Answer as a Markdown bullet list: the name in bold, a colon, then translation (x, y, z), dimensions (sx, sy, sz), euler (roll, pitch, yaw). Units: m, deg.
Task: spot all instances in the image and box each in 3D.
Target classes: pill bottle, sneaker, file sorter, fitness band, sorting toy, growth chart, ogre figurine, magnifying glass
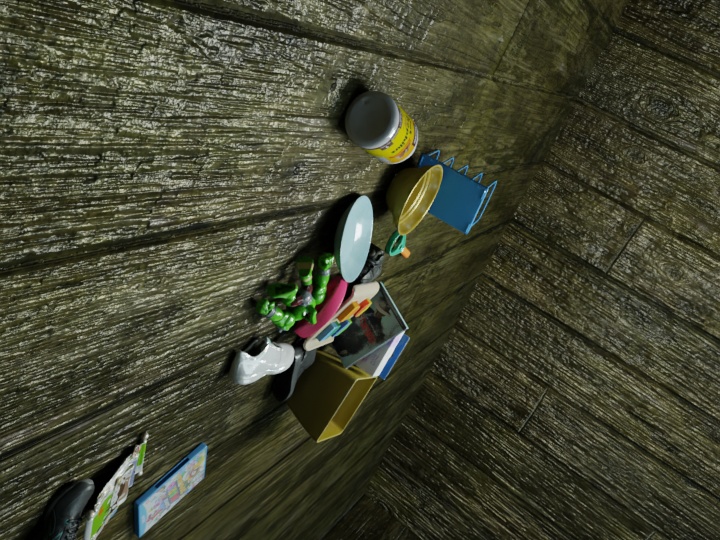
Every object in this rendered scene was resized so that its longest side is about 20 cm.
- **pill bottle**: translation (0.051, -0.278, 1.290), dimensions (0.110, 0.109, 0.200), euler (-60, 161, 8)
- **sneaker**: translation (-0.161, 0.246, 1.673), dimensions (0.104, 0.060, 0.201), euler (-23, 138, -52)
- **file sorter**: translation (0.250, -0.222, 1.748), dimensions (0.123, 0.199, 0.140), euler (-35, 152, -53)
- **fitness band**: translation (-0.092, 0.085, 1.517), dimensions (0.200, 0.037, 0.144), euler (-37, -162, 52)
- **sneaker**: translation (0.000, 0.000, 1.667), dimensions (0.199, 0.076, 0.115), euler (-44, 156, -43)
- **sorting toy**: translation (-0.039, 0.114, 1.574), dimensions (0.200, 0.036, 0.185), euler (-49, 167, 15)
- **sneaker**: translation (-0.509, 0.453, 1.098), dimensions (0.201, 0.079, 0.075), euler (-58, 160, -5)
- **growth chart**: translation (-0.456, 0.416, 1.195), dimensions (0.201, 0.018, 0.146), euler (-64, 174, -51)
- **sneaker**: translation (-0.211, 0.185, 1.446), dimensions (0.199, 0.075, 0.089), euler (-22, 129, -58)
- **ogre figurine**: translation (-0.135, 0.056, 1.383), dimensions (0.121, 0.097, 0.201), euler (84, 29, -45)
- **magnifying glass**: translation (0.119, -0.070, 1.935), dimensions (0.080, 0.022, 0.200), euler (-57, 162, -1)

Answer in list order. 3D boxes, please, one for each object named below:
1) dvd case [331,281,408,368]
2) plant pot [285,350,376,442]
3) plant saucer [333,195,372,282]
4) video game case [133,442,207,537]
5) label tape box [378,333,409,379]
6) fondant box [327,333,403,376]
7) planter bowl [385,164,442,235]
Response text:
- **dvd case**: translation (0.008, 0.144, 1.690), dimensions (0.199, 0.147, 0.022), euler (-33, 163, 10)
- **plant pot**: translation (-0.099, 0.325, 1.772), dimensions (0.201, 0.176, 0.200), euler (-56, 162, 4)
- **plant saucer**: translation (-0.023, -0.075, 1.486), dimensions (0.201, 0.038, 0.203), euler (12, 90, -73)
- **video game case**: translation (-0.430, 0.498, 1.463), dimensions (0.200, 0.018, 0.144), euler (-39, 154, -44)
- **label tape box**: translation (0.017, 0.194, 1.818), dimensions (0.144, 0.199, 0.066), euler (-58, 159, 4)
- **fondant box**: translation (-0.001, 0.169, 1.734), dimensions (0.145, 0.199, 0.058), euler (-59, 161, 6)
- **planter bowl**: translation (0.122, -0.197, 1.639), dimensions (0.201, 0.083, 0.201), euler (-48, 159, -25)
